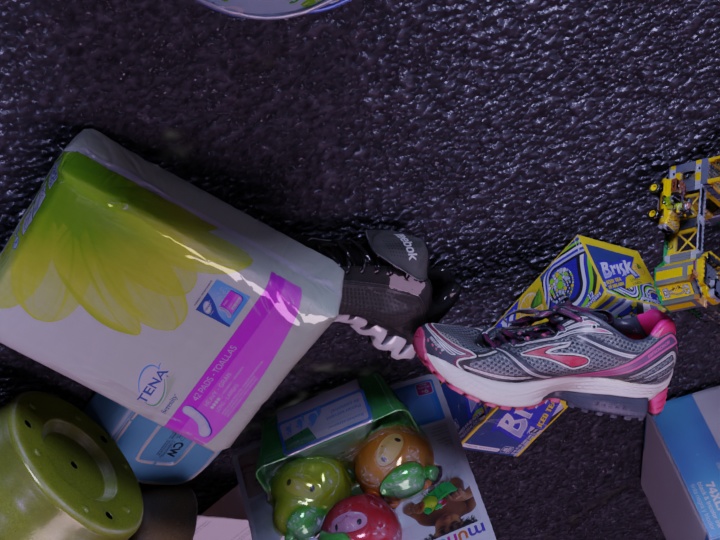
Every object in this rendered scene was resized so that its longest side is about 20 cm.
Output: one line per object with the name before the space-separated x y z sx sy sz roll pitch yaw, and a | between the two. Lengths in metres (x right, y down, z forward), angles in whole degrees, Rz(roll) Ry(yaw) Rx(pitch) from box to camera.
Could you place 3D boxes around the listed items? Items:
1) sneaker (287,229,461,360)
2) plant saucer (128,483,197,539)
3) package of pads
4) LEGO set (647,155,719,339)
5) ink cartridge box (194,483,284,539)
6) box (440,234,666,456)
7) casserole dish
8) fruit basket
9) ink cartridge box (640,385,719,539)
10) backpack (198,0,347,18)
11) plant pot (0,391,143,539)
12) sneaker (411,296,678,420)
sneaker | 0.000 0.000 1.113 0.090 0.067 0.200 -42 141 20
plant saucer | -0.206 0.244 1.232 0.035 0.200 0.200 38 118 -21
package of pads | -0.134 0.018 1.019 0.200 0.068 0.155 30 124 -14
LEGO set | 0.312 -0.012 1.156 0.116 0.154 0.200 -13 140 39
ink cartridge box | -0.156 0.251 1.348 0.200 0.045 0.176 -41 146 24
box | 0.148 0.064 1.253 0.070 0.064 0.200 13 132 -34
casserole dish | -0.140 0.106 1.200 0.121 0.039 0.200 12 133 -34
fruit basket | -0.003 0.178 1.218 0.185 0.200 0.094 -23 128 5
ink cartridge box | 0.380 0.191 1.442 0.200 0.146 0.147 -17 143 -5
backpack | -0.044 -0.212 0.753 0.183 0.147 0.200 -39 141 27
plant pot | -0.268 0.194 1.137 0.193 0.200 0.200 -41 138 15
sneaker | 0.135 0.055 1.150 0.200 0.081 0.075 5 113 -15
